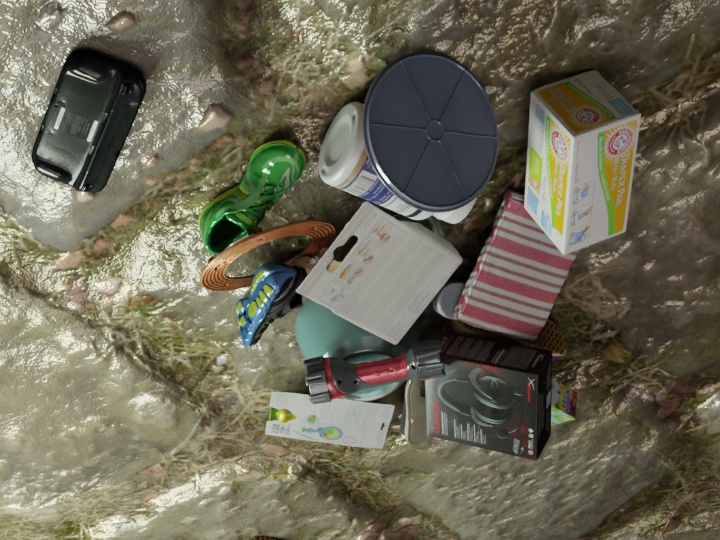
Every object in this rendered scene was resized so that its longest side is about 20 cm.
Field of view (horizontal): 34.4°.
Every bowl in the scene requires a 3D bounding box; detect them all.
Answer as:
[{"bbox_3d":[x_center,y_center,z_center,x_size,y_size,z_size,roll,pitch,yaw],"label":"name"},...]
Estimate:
[{"bbox_3d":[0.003,0.120,1.751,0.198,0.106,0.203,-5,133,-5],"label":"bowl"}]

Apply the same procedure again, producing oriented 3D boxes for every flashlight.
[{"bbox_3d":[0.020,0.140,1.655,0.197,0.068,0.069,-12,105,2],"label":"flashlight"}]

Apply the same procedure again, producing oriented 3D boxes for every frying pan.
[{"bbox_3d":[0.102,-0.045,1.658,0.187,0.031,0.116,0,136,-11],"label":"frying pan"}]

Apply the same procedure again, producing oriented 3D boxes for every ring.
[{"bbox_3d":[-0.129,-0.024,1.595,0.198,0.019,0.201,-23,165,-6],"label":"ring"}]

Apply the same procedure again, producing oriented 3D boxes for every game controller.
[{"bbox_3d":[-0.344,-0.184,1.465,0.103,0.042,0.201,25,126,-11],"label":"game controller"}]

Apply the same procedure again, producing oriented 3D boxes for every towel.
[{"bbox_3d":[0.230,-0.003,1.670,0.145,0.030,0.202,17,104,-25],"label":"towel"}]

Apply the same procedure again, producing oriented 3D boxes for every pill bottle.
[{"bbox_3d":[0.054,-0.133,1.515,0.198,0.112,0.111,21,127,-26],"label":"pill bottle"}]

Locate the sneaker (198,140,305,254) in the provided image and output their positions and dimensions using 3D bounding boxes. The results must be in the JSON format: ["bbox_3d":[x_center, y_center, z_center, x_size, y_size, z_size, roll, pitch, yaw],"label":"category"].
[{"bbox_3d":[-0.140,-0.091,1.543,0.074,0.084,0.200,29,123,-30],"label":"sneaker"}]

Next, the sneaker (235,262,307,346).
[{"bbox_3d":[-0.127,0.052,1.668,0.082,0.072,0.200,-2,153,-26],"label":"sneaker"}]

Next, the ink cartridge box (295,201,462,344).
[{"bbox_3d":[0.023,-0.003,1.598,0.199,0.050,0.162,29,106,-34],"label":"ink cartridge box"}]

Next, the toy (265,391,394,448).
[{"bbox_3d":[-0.051,0.230,1.886,0.197,0.048,0.116,5,136,-8],"label":"toy"}]

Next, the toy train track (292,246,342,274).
[{"bbox_3d":[0.000,0.000,1.671,0.197,0.033,0.115,11,159,-15],"label":"toy train track"}]

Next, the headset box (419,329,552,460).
[{"bbox_3d":[0.180,0.181,1.727,0.197,0.077,0.151,10,119,23],"label":"headset box"}]

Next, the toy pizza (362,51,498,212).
[{"bbox_3d":[0.086,-0.172,1.455,0.198,0.203,0.032,19,166,-25],"label":"toy pizza"}]

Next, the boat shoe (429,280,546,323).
[{"bbox_3d":[0.185,0.050,1.724,0.197,0.068,0.075,3,99,-25],"label":"boat shoe"}]

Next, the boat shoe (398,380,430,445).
[{"bbox_3d":[0.091,0.184,1.835,0.072,0.063,0.202,-10,129,-21],"label":"boat shoe"}]

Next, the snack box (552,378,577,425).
[{"bbox_3d":[0.226,0.211,1.858,0.141,0.054,0.199,27,147,-31],"label":"snack box"}]

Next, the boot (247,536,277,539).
[{"bbox_3d":[-0.152,0.558,2.166,0.198,0.076,0.108,16,134,-23],"label":"boot"}]

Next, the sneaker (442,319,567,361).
[{"bbox_3d":[0.221,0.109,1.803,0.197,0.076,0.090,16,138,-14],"label":"sneaker"}]

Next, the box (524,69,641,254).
[{"bbox_3d":[0.287,-0.141,1.526,0.100,0.113,0.202,-19,135,-15],"label":"box"}]
